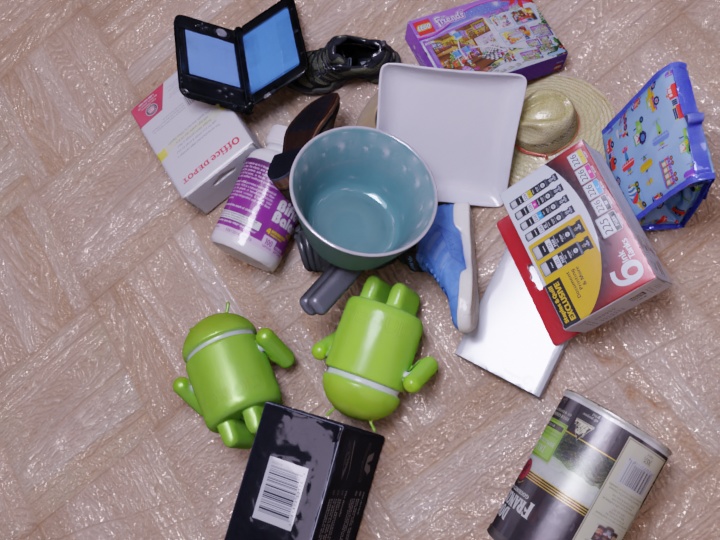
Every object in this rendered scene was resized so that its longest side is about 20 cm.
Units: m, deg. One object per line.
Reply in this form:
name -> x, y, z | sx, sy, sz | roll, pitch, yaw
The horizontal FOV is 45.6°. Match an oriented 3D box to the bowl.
bowl -> -0.003, -0.081, 1.152 | 0.197, 0.106, 0.204 | 5, 59, -9

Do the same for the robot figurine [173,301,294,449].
robot figurine -> -0.186, 0.151, 1.234 | 0.174, 0.115, 0.202 | -31, 68, 14

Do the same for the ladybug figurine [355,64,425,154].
ladybug figurine -> 0.078, -0.220, 1.272 | 0.199, 0.072, 0.137 | -34, 69, 7

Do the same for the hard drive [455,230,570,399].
hard drive -> 0.231, 0.054, 1.174 | 0.131, 0.027, 0.202 | 25, 86, 23

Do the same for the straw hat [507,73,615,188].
straw hat -> 0.256, -0.209, 1.202 | 0.197, 0.085, 0.205 | -5, 75, 17

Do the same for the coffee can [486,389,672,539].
coffee can -> 0.265, 0.270, 1.042 | 0.145, 0.146, 0.202 | 29, 86, 23

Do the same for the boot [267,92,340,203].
boot -> -0.064, -0.167, 1.251 | 0.074, 0.097, 0.202 | -3, 45, 36

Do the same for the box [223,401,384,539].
box -> -0.069, 0.291, 1.120 | 0.116, 0.200, 0.200 | 13, 80, 20

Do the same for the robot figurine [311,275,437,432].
robot figurine -> 0.016, 0.114, 1.183 | 0.173, 0.116, 0.203 | 15, 81, 26

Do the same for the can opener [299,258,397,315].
can opener -> 0.000, 0.000, 1.209 | 0.200, 0.067, 0.053 | -48, 22, -26

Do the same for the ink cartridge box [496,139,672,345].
ink cartridge box -> 0.268, -0.029, 1.102 | 0.175, 0.083, 0.202 | -34, 66, 26

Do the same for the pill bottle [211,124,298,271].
pill bottle -> -0.137, -0.111, 1.294 | 0.111, 0.112, 0.203 | 20, 81, 22

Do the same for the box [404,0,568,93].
box -> 0.181, -0.324, 1.237 | 0.197, 0.039, 0.138 | -20, 66, -14

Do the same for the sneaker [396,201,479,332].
sneaker -> 0.105, -0.002, 1.191 | 0.109, 0.077, 0.203 | -7, 60, 13

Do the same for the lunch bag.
lunch bag -> 0.381, -0.153, 1.075 | 0.092, 0.200, 0.153 | -5, 74, 0

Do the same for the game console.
game console -> -0.192, -0.357, 1.345 | 0.117, 0.173, 0.202 | -55, 36, 39

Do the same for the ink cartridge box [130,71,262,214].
ink cartridge box -> -0.257, -0.215, 1.379 | 0.144, 0.083, 0.201 | -36, 67, 6

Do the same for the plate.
plate -> 0.117, -0.189, 1.188 | 0.196, 0.203, 0.033 | 5, 35, 0

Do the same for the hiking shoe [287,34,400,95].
hiking shoe -> -0.041, -0.330, 1.326 | 0.196, 0.101, 0.077 | -6, 74, 17

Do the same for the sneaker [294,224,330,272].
sneaker -> -0.054, -0.089, 1.283 | 0.097, 0.071, 0.204 | -6, 78, 12
